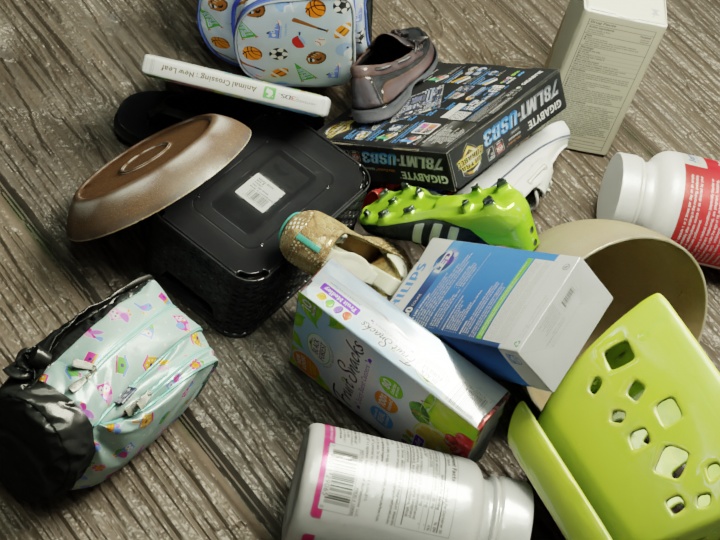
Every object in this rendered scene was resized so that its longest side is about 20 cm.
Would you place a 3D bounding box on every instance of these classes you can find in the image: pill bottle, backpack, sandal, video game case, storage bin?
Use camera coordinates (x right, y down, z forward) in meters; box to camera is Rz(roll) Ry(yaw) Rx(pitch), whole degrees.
[{"bbox_3d":[0.358,-0.063,1.558,0.199,0.113,0.113,12,50,-7],"label":"pill bottle"},{"bbox_3d":[-0.082,-0.288,1.574,0.189,0.201,0.155,3,49,3],"label":"backpack"},{"bbox_3d":[-0.157,-0.162,1.532,0.199,0.043,0.076,1,52,-15],"label":"sandal"},{"bbox_3d":[-0.120,-0.185,1.486,0.181,0.022,0.200,13,5,-2],"label":"video game case"},{"bbox_3d":[-0.100,-0.050,1.428,0.135,0.094,0.200,37,51,13],"label":"storage bin"},{"bbox_3d":[0.040,0.206,1.254,0.199,0.114,0.114,14,50,-5],"label":"pill bottle"},{"bbox_3d":[-0.220,0.100,1.250,0.127,0.167,0.200,49,50,-1],"label":"backpack"}]

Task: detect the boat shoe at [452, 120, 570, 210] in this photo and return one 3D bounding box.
[{"bbox_3d":[0.168,-0.093,1.564,0.200,0.074,0.066,-36,90,-36],"label":"boat shoe"}]

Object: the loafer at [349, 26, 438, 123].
[{"bbox_3d":[0.034,-0.225,1.563,0.071,0.063,0.200,-5,29,22],"label":"loafer"}]

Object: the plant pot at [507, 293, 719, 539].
[{"bbox_3d":[0.245,0.170,1.274,0.181,0.200,0.200,-33,63,3],"label":"plant pot"}]

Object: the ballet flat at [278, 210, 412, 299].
[{"bbox_3d":[0.000,0.000,1.380,0.065,0.071,0.200,37,11,37],"label":"ballet flat"}]

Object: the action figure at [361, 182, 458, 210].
[{"bbox_3d":[0.077,-0.104,1.551,0.065,0.052,0.200,40,50,10],"label":"action figure"}]

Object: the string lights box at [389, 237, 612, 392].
[{"bbox_3d":[0.112,0.034,1.288,0.059,0.200,0.103,46,70,-30],"label":"string lights box"}]

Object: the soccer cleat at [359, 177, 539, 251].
[{"bbox_3d":[0.080,-0.040,1.401,0.199,0.081,0.068,1,39,44],"label":"soccer cleat"}]

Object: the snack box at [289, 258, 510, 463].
[{"bbox_3d":[0.030,0.095,1.317,0.200,0.142,0.053,38,62,14],"label":"snack box"}]

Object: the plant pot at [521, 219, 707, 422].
[{"bbox_3d":[0.212,0.030,1.411,0.199,0.201,0.135,-8,30,-22],"label":"plant pot"}]

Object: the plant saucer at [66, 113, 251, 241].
[{"bbox_3d":[-0.196,-0.095,1.385,0.200,0.200,0.032,-43,113,-37],"label":"plant saucer"}]

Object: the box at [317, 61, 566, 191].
[{"bbox_3d":[0.078,-0.155,1.526,0.198,0.050,0.200,9,36,42],"label":"box"}]

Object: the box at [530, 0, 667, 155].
[{"bbox_3d":[0.256,-0.227,1.600,0.094,0.200,0.078,12,50,-6],"label":"box"}]
